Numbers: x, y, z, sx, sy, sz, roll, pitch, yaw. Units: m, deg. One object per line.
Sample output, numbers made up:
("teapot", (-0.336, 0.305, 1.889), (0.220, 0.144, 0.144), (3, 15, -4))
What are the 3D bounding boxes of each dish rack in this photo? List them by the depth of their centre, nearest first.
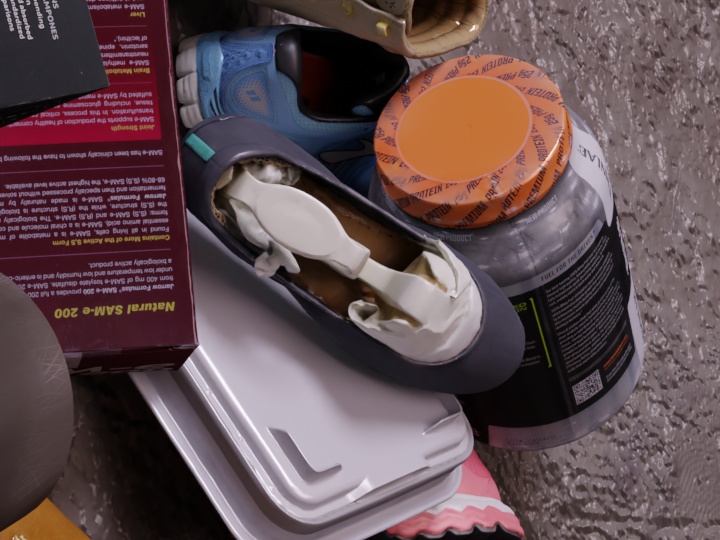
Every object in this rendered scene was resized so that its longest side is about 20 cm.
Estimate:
("dish rack", (-0.036, 0.032, 1.097), (0.171, 0.044, 0.201), (-17, 68, -51))

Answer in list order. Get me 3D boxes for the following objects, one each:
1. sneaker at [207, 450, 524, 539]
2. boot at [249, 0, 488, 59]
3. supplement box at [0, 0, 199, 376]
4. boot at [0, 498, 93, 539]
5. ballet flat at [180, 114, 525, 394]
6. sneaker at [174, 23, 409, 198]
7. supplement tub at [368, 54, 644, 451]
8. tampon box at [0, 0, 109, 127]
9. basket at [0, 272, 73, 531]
("sneaker", (-0.006, 0.104, 1.165), (0.199, 0.074, 0.087), (17, 44, -44))
("boot", (-0.039, -0.159, 1.105), (0.200, 0.155, 0.073), (19, 94, -59))
("supplement box", (-0.135, -0.056, 1.016), (0.108, 0.061, 0.201), (-3, 78, -13))
("boot", (-0.109, 0.142, 1.013), (0.201, 0.071, 0.145), (-46, 114, -42))
("ballet flat", (0.000, 0.000, 1.058), (0.200, 0.073, 0.073), (35, 52, -18))
("sneaker", (-0.001, -0.079, 1.195), (0.199, 0.090, 0.079), (12, 69, -48))
("supplement tub", (0.074, -0.008, 1.185), (0.200, 0.122, 0.123), (70, 30, -50))
("tampon box", (-0.223, -0.097, 0.851), (0.199, 0.149, 0.127), (-17, 92, -51))
("basket", (-0.212, 0.065, 0.865), (0.200, 0.180, 0.137), (-18, 134, -59))
